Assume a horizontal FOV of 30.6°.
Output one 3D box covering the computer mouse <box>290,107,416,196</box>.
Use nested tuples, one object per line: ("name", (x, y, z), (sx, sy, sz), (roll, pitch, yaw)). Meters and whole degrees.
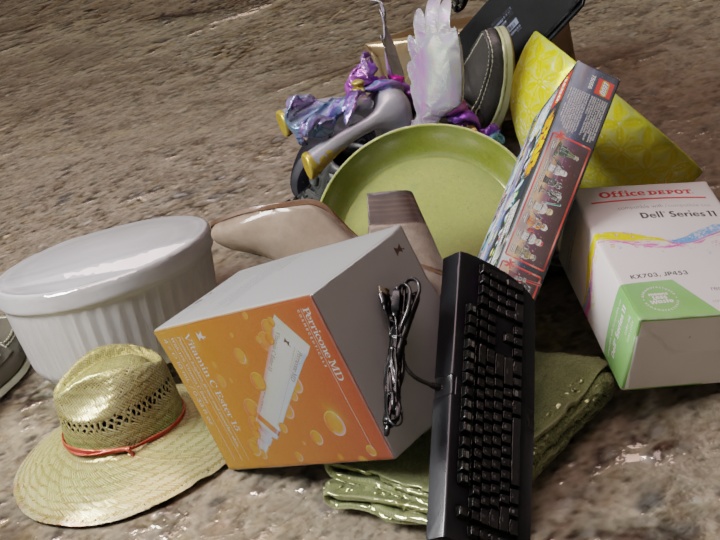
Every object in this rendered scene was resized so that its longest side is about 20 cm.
("computer mouse", (0.015, -0.133, 1.380), (0.198, 0.139, 0.053), (-25, 44, 3))

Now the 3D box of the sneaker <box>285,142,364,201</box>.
("sneaker", (-0.048, -0.076, 1.310), (0.198, 0.100, 0.071), (-5, 28, 21))

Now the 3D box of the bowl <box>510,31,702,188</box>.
("bowl", (0.203, -0.115, 1.208), (0.108, 0.199, 0.200), (-50, 23, 12))

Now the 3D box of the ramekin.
("ramekin", (-0.217, 0.028, 1.167), (0.200, 0.095, 0.203), (-13, 16, 4))

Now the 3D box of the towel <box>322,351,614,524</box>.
("towel", (0.078, 0.114, 0.928), (0.147, 0.037, 0.200), (7, 34, 40))

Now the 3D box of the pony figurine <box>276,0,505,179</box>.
("pony figurine", (0.030, -0.141, 1.198), (0.198, 0.195, 0.166), (-23, 19, -13))

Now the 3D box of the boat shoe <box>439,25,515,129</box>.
("boat shoe", (0.099, -0.156, 1.293), (0.065, 0.202, 0.072), (-1, 55, -14))

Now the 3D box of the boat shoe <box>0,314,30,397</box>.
("boat shoe", (-0.353, 0.089, 1.181), (0.071, 0.061, 0.202), (-8, 26, 14))

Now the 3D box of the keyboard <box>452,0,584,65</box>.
("keyboard", (0.141, -0.259, 1.302), (0.020, 0.128, 0.200), (-13, -19, -37))

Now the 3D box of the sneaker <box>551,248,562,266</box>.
("sneaker", (0.162, -0.022, 1.151), (0.199, 0.075, 0.082), (27, 80, 49))

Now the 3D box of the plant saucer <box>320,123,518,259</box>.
("plant saucer", (0.059, -0.026, 1.111), (0.197, 0.203, 0.031), (-3, -18, 8))

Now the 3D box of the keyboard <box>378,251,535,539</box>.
("keyboard", (0.063, 0.077, 0.839), (0.021, 0.126, 0.202), (-38, 38, 49))

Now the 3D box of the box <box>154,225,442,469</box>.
("box", (-0.035, 0.060, 0.930), (0.097, 0.125, 0.199), (-36, 14, -38))

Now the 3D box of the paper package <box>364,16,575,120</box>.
("paper package", (0.127, -0.230, 1.487), (0.188, 0.105, 0.200), (-4, 15, 25))

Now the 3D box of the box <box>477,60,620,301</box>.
("box", (0.131, -0.046, 1.016), (0.039, 0.202, 0.137), (24, -15, -2))

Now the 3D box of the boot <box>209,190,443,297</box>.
("boot", (-0.024, 0.018, 1.061), (0.197, 0.148, 0.070), (-8, -10, 16))

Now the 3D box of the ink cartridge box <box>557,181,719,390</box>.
("ink cartridge box", (0.221, -0.005, 0.981), (0.115, 0.068, 0.201), (-4, 37, -10))

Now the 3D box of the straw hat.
("straw hat", (-0.189, 0.105, 1.030), (0.198, 0.086, 0.202), (-12, 26, 6))
